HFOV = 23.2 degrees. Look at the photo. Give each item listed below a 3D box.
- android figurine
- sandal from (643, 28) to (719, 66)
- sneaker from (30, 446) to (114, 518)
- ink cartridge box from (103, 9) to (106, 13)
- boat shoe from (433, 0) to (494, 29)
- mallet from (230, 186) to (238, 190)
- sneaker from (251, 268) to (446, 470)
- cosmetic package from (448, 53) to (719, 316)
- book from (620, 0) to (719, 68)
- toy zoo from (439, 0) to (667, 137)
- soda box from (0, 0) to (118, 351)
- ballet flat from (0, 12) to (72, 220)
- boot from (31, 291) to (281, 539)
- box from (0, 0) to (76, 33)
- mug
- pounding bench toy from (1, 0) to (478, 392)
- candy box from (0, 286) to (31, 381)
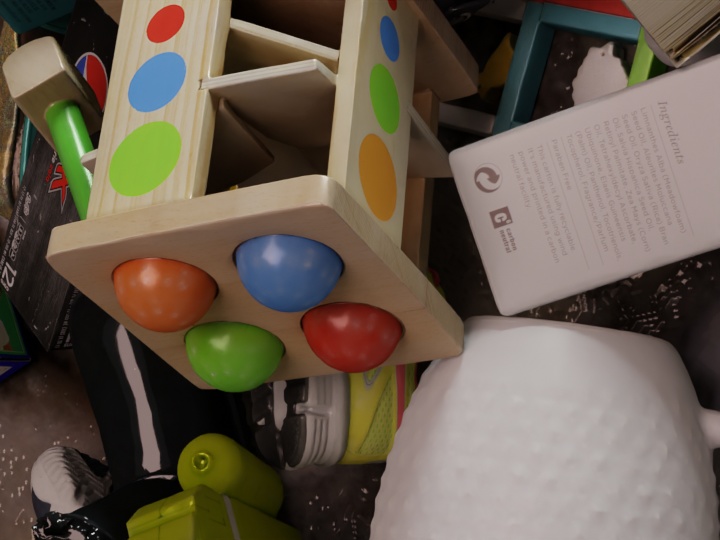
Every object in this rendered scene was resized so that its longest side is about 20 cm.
[{"bbox_3d":[-0.041,0.157,0.721,0.041,0.200,0.183,-21,66,10],"label":"android figurine"},{"bbox_3d":[0.206,-0.145,0.719,0.202,0.050,0.083,-35,24,11],"label":"sandal"},{"bbox_3d":[-0.145,0.200,0.886,0.129,0.079,0.200,-36,78,14],"label":"sneaker"},{"bbox_3d":[-0.109,-0.186,0.805,0.198,0.048,0.147,-1,57,13],"label":"ink cartridge box"},{"bbox_3d":[0.022,-0.129,0.772,0.199,0.070,0.067,7,76,55],"label":"boat shoe"},{"bbox_3d":[-0.059,-0.007,0.884,0.065,0.041,0.202,-1,88,37],"label":"mallet"},{"bbox_3d":[0.000,0.000,0.826,0.078,0.090,0.202,148,128,-60],"label":"sneaker"},{"bbox_3d":[0.147,-0.049,0.703,0.198,0.101,0.072,-19,90,22],"label":"cosmetic package"},{"bbox_3d":[0.177,-0.175,0.687,0.200,0.134,0.048,-39,106,12],"label":"book"},{"bbox_3d":[0.087,-0.123,0.813,0.199,0.020,0.132,17,94,31],"label":"toy zoo"},{"bbox_3d":[-0.119,-0.059,0.871,0.071,0.063,0.201,46,127,37],"label":"soda box"},{"bbox_3d":[-0.171,-0.124,0.949,0.070,0.070,0.202,11,91,31],"label":"ballet flat"},{"bbox_3d":[-0.102,0.105,0.795,0.073,0.162,0.200,-23,93,20],"label":"boot"},{"bbox_3d":[-0.103,-0.200,0.879,0.198,0.049,0.083,-23,72,4],"label":"box"},{"bbox_3d":[0.101,0.115,0.717,0.198,0.148,0.177,6,85,13],"label":"mug"},{"bbox_3d":[-0.067,-0.033,0.722,0.198,0.124,0.157,-9,58,26],"label":"pounding bench toy"},{"bbox_3d":[-0.296,-0.001,1.002,0.168,0.077,0.201,-31,71,26],"label":"candy box"}]
